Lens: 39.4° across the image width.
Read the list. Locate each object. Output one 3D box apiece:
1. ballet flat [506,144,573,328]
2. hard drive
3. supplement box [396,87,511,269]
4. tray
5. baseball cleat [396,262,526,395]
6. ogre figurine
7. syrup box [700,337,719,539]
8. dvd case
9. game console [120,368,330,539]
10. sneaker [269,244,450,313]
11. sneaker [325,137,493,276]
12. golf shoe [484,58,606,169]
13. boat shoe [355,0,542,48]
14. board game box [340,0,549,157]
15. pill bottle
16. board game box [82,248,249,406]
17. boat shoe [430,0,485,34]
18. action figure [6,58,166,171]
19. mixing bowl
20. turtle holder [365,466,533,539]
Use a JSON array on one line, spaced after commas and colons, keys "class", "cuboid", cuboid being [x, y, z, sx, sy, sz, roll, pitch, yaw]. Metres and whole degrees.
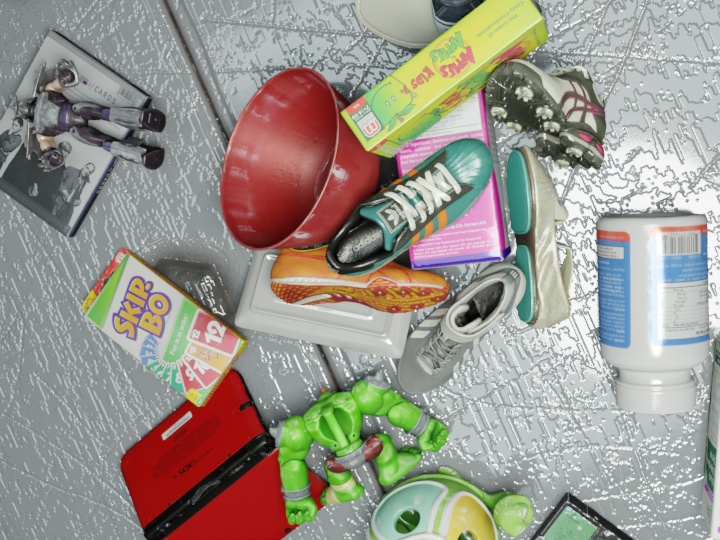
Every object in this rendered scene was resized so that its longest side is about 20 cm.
[{"class": "ballet flat", "cuboid": [0.198, -0.038, 1.095, 0.062, 0.067, 0.201, -6, 99, -15]}, {"class": "hard drive", "cuboid": [0.272, 0.362, 1.122, 0.200, 0.038, 0.140, 35, 102, 6]}, {"class": "supplement box", "cuboid": [0.098, -0.108, 1.080, 0.103, 0.101, 0.201, -6, 94, 13]}, {"class": "tray", "cuboid": [-0.039, 0.029, 1.144, 0.199, 0.022, 0.108, 11, 73, 11]}, {"class": "baseball cleat", "cuboid": [0.093, 0.067, 1.082, 0.070, 0.106, 0.200, 43, 114, 11]}, {"class": "ogre figurine", "cuboid": [-0.011, 0.192, 1.130, 0.200, 0.098, 0.120, -23, 105, 18]}, {"class": "syrup box", "cuboid": [0.408, 0.178, 1.052, 0.081, 0.079, 0.201, 5, 97, 11]}, {"class": "dvd case", "cuboid": [-0.360, -0.164, 1.214, 0.150, 0.025, 0.200, 35, 101, 7]}, {"class": "game console", "cuboid": [-0.164, 0.249, 1.216, 0.200, 0.119, 0.173, -40, 56, 13]}, {"class": "sneaker", "cuboid": [0.000, 0.000, 1.101, 0.199, 0.073, 0.077, 8, 62, 7]}, {"class": "sneaker", "cuboid": [0.048, -0.058, 1.002, 0.200, 0.080, 0.071, -39, 85, 14]}, {"class": "golf shoe", "cuboid": [0.190, -0.174, 1.017, 0.077, 0.200, 0.088, 9, 78, 36]}, {"class": "boat shoe", "cuboid": [0.095, -0.280, 1.081, 0.199, 0.062, 0.075, 5, 115, 20]}, {"class": "board game box", "cuboid": [0.084, -0.189, 0.971, 0.200, 0.102, 0.048, -36, 84, 13]}, {"class": "pill bottle", "cuboid": [0.304, 0.042, 1.045, 0.112, 0.112, 0.201, 0, 96, 12]}, {"class": "board game box", "cuboid": [-0.238, 0.064, 1.197, 0.200, 0.030, 0.096, 36, 93, 14]}, {"class": "boat shoe", "cuboid": [0.094, -0.336, 1.016, 0.071, 0.091, 0.201, -7, 54, 3]}, {"class": "action figure", "cuboid": [-0.323, -0.173, 1.159, 0.199, 0.069, 0.131, 14, 108, 15]}, {"class": "mixing bowl", "cuboid": [-0.052, -0.106, 1.089, 0.200, 0.108, 0.201, -20, 63, 44]}, {"class": "turtle holder", "cuboid": [0.095, 0.302, 1.106, 0.185, 0.132, 0.141, 3, 96, 12]}]
